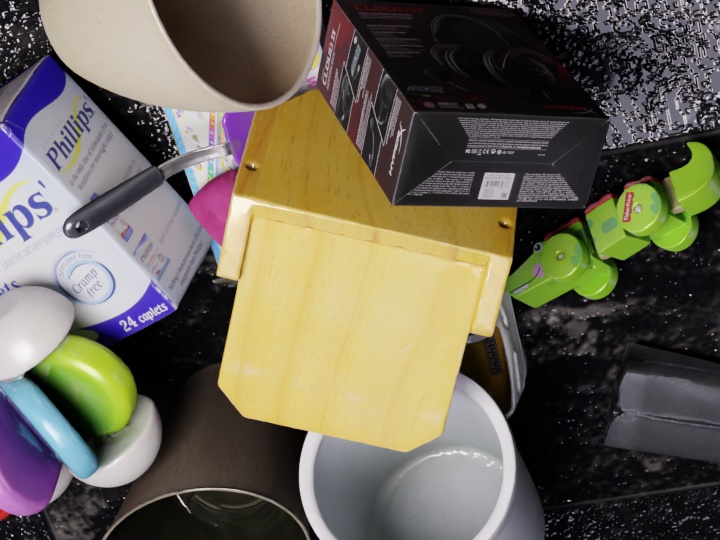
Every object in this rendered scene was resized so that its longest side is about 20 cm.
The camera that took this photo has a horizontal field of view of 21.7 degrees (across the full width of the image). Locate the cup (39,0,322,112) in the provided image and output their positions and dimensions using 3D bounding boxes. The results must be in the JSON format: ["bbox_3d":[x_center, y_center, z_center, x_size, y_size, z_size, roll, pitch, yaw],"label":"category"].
[{"bbox_3d":[-0.143,-0.198,1.334,0.143,0.200,0.201,-12,122,36],"label":"cup"}]

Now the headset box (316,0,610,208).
[{"bbox_3d":[0.065,-0.125,1.332,0.148,0.200,0.077,1,123,-21],"label":"headset box"}]

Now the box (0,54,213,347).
[{"bbox_3d":[-0.252,-0.032,1.461,0.184,0.105,0.200,-28,115,33],"label":"box"}]

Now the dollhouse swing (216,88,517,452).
[{"bbox_3d":[0.000,0.000,1.382,0.199,0.182,0.176,12,132,-1],"label":"dollhouse swing"}]

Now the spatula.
[{"bbox_3d":[-0.133,-0.076,1.386,0.200,0.021,0.057,-30,127,-14],"label":"spatula"}]

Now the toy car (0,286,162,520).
[{"bbox_3d":[-0.263,0.122,1.421,0.200,0.150,0.175,-17,122,29],"label":"toy car"}]

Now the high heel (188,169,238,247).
[{"bbox_3d":[-0.058,0.015,1.444,0.096,0.067,0.201,-21,87,29],"label":"high heel"}]

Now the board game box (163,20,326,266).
[{"bbox_3d":[-0.072,-0.099,1.461,0.134,0.034,0.200,-9,120,12],"label":"board game box"}]

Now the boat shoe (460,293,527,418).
[{"bbox_3d":[0.086,0.032,1.502,0.071,0.070,0.201,-12,116,12],"label":"boat shoe"}]

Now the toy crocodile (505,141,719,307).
[{"bbox_3d":[0.196,-0.030,1.461,0.200,0.062,0.067,-33,148,28],"label":"toy crocodile"}]

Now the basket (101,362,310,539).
[{"bbox_3d":[-0.115,0.175,1.536,0.180,0.200,0.136,-21,116,17],"label":"basket"}]

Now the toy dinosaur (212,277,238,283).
[{"bbox_3d":[-0.027,0.059,1.510,0.199,0.077,0.103,13,119,-17],"label":"toy dinosaur"}]

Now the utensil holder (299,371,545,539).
[{"bbox_3d":[0.058,0.184,1.499,0.169,0.171,0.200,-10,157,12],"label":"utensil holder"}]

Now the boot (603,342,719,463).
[{"bbox_3d":[0.298,0.154,1.556,0.199,0.066,0.165,9,113,-3],"label":"boot"}]
